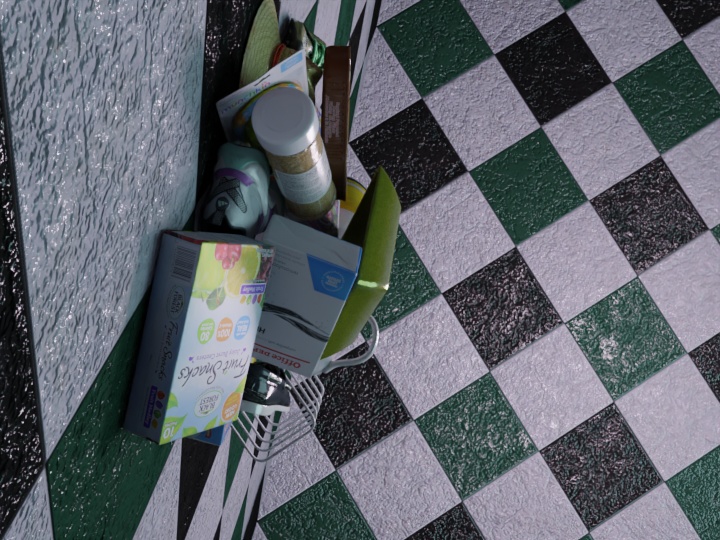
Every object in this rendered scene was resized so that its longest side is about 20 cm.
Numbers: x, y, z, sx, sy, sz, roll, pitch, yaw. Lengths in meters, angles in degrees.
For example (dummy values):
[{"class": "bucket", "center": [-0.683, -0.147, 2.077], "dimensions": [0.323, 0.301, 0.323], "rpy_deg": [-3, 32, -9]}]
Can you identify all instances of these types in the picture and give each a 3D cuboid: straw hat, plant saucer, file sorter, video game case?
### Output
[{"class": "straw hat", "center": [-0.093, -0.240, 1.016], "dimensions": [0.201, 0.084, 0.203], "rpy_deg": [14, 90, -89]}, {"class": "plant saucer", "center": [0.000, 0.000, 1.044], "dimensions": [0.200, 0.048, 0.201], "rpy_deg": [120, -14, -51]}, {"class": "file sorter", "center": [-0.150, 0.229, 1.408], "dimensions": [0.138, 0.125, 0.200], "rpy_deg": [-34, -175, 6]}, {"class": "video game case", "center": [-0.061, -0.131, 1.100], "dimensions": [0.143, 0.018, 0.202], "rpy_deg": [51, 36, -56]}]

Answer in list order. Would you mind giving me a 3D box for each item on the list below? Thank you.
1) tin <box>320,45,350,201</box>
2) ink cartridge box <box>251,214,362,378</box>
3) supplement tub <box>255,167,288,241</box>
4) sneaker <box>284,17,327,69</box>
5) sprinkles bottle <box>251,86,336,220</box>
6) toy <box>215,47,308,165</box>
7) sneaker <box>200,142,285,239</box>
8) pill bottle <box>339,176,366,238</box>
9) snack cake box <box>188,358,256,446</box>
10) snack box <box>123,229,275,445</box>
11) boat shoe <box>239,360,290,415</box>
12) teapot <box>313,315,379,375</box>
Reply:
[{"class": "tin", "center": [-0.032, -0.193, 1.042], "dimensions": [0.112, 0.041, 0.202], "rpy_deg": [-130, -138, -83]}, {"class": "ink cartridge box", "center": [-0.087, 0.049, 0.948], "dimensions": [0.068, 0.115, 0.201], "rpy_deg": [-80, -168, -60]}, {"class": "supplement tub", "center": [-0.102, -0.117, 1.190], "dimensions": [0.201, 0.121, 0.123], "rpy_deg": [-77, 180, -48]}, {"class": "sneaker", "center": [-0.068, -0.330, 1.206], "dimensions": [0.200, 0.088, 0.078], "rpy_deg": [-71, 175, -79]}, {"class": "sprinkles bottle", "center": [-0.071, -0.126, 0.901], "dimensions": [0.200, 0.068, 0.069], "rpy_deg": [76, 26, -69]}, {"class": "toy", "center": [-0.099, -0.169, 0.939], "dimensions": [0.115, 0.047, 0.200], "rpy_deg": [-36, 172, -10]}, {"class": "sneaker", "center": [-0.149, -0.049, 0.948], "dimensions": [0.200, 0.077, 0.141], "rpy_deg": [72, 31, -70]}, {"class": "pill bottle", "center": [-0.039, -0.068, 1.298], "dimensions": [0.201, 0.111, 0.113], "rpy_deg": [-84, -174, -60]}, {"class": "snack cake box", "center": [-0.190, 0.136, 1.090], "dimensions": [0.200, 0.067, 0.116], "rpy_deg": [-74, 178, -72]}, {"class": "snack box", "center": [-0.161, 0.064, 0.817], "dimensions": [0.142, 0.053, 0.202], "rpy_deg": [1, 104, -65]}, {"class": "boat shoe", "center": [-0.122, 0.148, 1.034], "dimensions": [0.200, 0.075, 0.061], "rpy_deg": [92, 16, -86]}, {"class": "teapot", "center": [-0.095, 0.066, 1.285], "dimensions": [0.146, 0.200, 0.197], "rpy_deg": [-52, -147, -6]}]
